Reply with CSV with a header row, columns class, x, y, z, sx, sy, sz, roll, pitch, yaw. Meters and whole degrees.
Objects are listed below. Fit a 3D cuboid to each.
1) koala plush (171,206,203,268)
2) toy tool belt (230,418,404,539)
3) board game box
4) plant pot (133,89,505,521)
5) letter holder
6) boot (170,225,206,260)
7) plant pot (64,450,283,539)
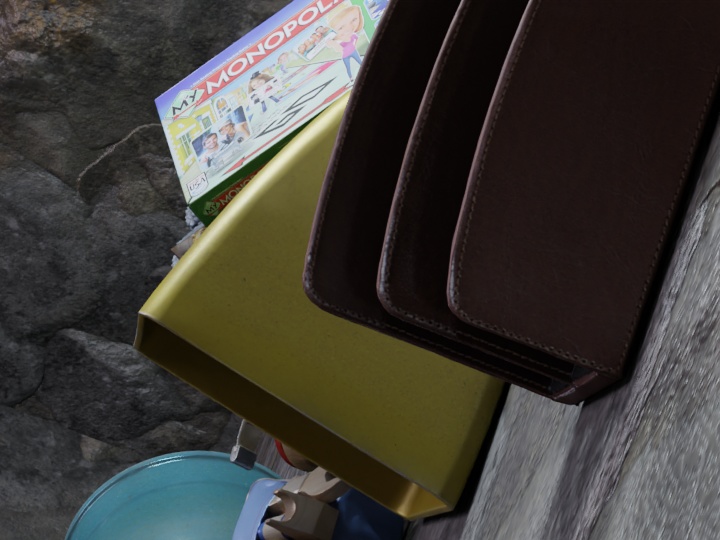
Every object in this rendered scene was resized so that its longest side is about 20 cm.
class,x,y,z,sx,sy,sz,roll,pitch,yaw
koala plush,-0.023,0.005,2.029,0.183,0.201,0.177,-30,15,13
toy tool belt,-0.021,0.172,1.581,0.123,0.125,0.201,-10,57,49
board game box,-0.034,-0.123,1.593,0.200,0.029,0.135,-35,35,9
plant pot,0.001,0.014,1.447,0.177,0.199,0.200,-58,1,-10
letter holder,0.068,-0.065,1.069,0.101,0.141,0.201,126,165,-79
boot,-0.026,0.011,1.637,0.064,0.199,0.187,-53,12,18
plant pot,-0.115,0.264,1.825,0.188,0.199,0.201,-107,36,-62
